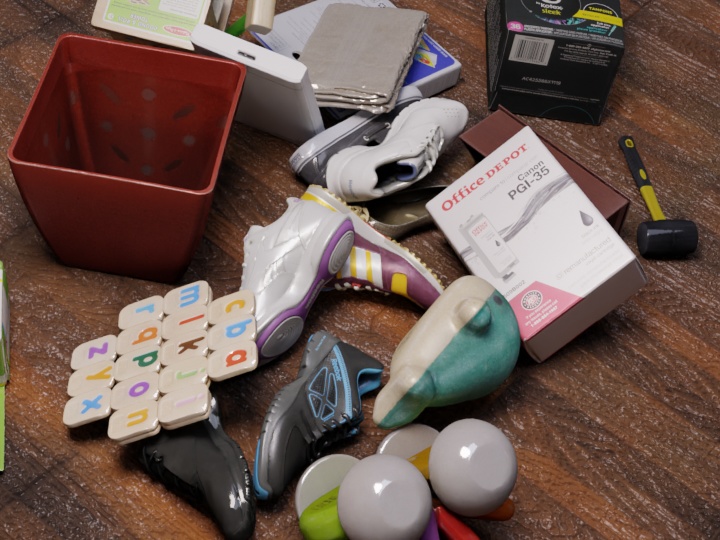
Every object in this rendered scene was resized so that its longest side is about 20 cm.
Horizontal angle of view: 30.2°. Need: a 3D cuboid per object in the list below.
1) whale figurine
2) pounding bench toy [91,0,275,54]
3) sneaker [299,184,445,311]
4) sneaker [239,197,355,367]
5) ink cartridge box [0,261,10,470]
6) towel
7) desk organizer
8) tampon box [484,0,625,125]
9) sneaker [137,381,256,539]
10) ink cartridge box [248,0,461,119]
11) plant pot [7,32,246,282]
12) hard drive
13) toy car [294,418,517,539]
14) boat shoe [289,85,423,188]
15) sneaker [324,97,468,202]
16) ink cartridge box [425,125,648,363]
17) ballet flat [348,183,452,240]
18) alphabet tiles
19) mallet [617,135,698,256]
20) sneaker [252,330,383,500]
[{"bbox_3d":[0.087,0.093,1.289,0.104,0.159,0.200,40,36,2],"label":"whale figurine"},{"bbox_3d":[-0.192,-0.296,1.575,0.199,0.156,0.125,14,80,3],"label":"pounding bench toy"},{"bbox_3d":[0.000,0.000,1.416,0.200,0.075,0.090,37,83,9],"label":"sneaker"},{"bbox_3d":[-0.091,0.015,1.354,0.099,0.075,0.200,29,75,23],"label":"sneaker"},{"bbox_3d":[-0.406,0.091,1.251,0.147,0.076,0.201,-3,47,-12],"label":"ink cartridge box"},{"bbox_3d":[-0.002,-0.254,1.586,0.132,0.035,0.200,9,44,15],"label":"towel"},{"bbox_3d":[0.203,-0.095,1.528,0.077,0.072,0.200,-35,62,-31],"label":"desk organizer"},{"bbox_3d":[0.241,-0.305,1.684,0.149,0.127,0.201,7,47,-4],"label":"tampon box"},{"bbox_3d":[-0.155,0.177,1.230,0.090,0.076,0.200,-18,44,-16],"label":"sneaker"},{"bbox_3d":[-0.011,-0.267,1.666,0.199,0.047,0.198,-28,59,-27],"label":"ink cartridge box"},{"bbox_3d":[-0.237,-0.103,1.387,0.199,0.177,0.201,10,48,-1],"label":"plant pot"},{"bbox_3d":[-0.110,-0.200,1.489,0.131,0.200,0.027,23,78,11],"label":"hard drive"},{"bbox_3d":[0.047,0.221,1.178,0.199,0.175,0.151,-18,90,-24],"label":"toy car"},{"bbox_3d":[0.009,-0.148,1.549,0.200,0.070,0.066,-32,77,-35],"label":"boat shoe"},{"bbox_3d":[0.056,-0.128,1.498,0.200,0.075,0.087,-38,31,-27],"label":"sneaker"},{"bbox_3d":[0.182,-0.029,1.408,0.146,0.083,0.200,-38,61,5],"label":"ink cartridge box"},{"bbox_3d":[0.057,-0.070,1.495,0.199,0.046,0.068,-11,50,-19],"label":"ballet flat"},{"bbox_3d":[-0.189,0.085,1.276,0.195,0.015,0.200,-19,35,7],"label":"alphabet tiles"},{"bbox_3d":[0.330,-0.090,1.572,0.066,0.041,0.200,-8,45,-13],"label":"mallet"},{"bbox_3d":[-0.041,0.140,1.271,0.082,0.073,0.200,21,49,9],"label":"sneaker"}]
